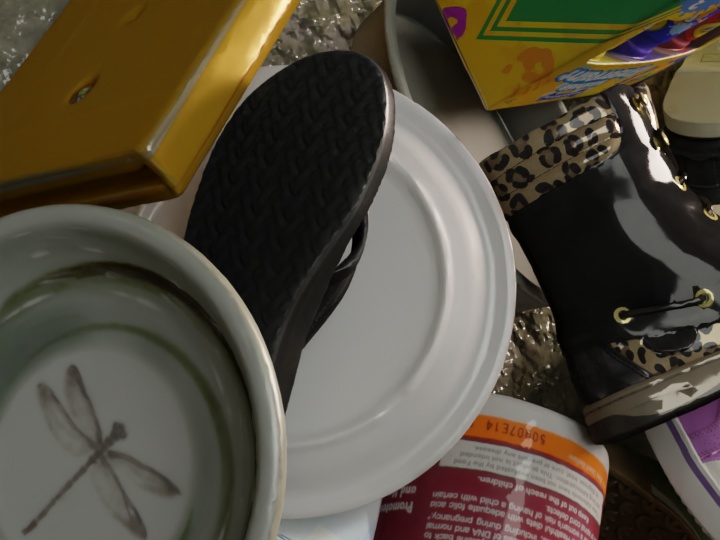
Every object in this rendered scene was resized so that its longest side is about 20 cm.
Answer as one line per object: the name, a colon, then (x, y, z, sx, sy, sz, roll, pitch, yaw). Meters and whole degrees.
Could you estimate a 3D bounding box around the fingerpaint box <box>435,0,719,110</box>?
fingerpaint box: (0.161, -0.157, 0.853, 0.200, 0.166, 0.074, -16, 80, -58)

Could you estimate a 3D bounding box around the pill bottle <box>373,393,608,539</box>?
pill bottle: (0.045, 0.168, 0.746, 0.114, 0.114, 0.201, 24, 63, -20)

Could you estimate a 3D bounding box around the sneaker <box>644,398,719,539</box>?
sneaker: (0.203, 0.051, 0.826, 0.073, 0.114, 0.201, 42, 28, -29)

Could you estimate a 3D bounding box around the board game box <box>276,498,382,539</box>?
board game box: (-0.102, 0.144, 0.688, 0.199, 0.043, 0.200, 17, 65, -6)

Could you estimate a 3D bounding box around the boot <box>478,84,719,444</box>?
boot: (0.163, -0.021, 0.773, 0.199, 0.073, 0.151, -26, 80, -15)

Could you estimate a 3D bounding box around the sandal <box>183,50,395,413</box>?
sandal: (-0.038, 0.005, 0.663, 0.048, 0.075, 0.201, 14, 98, -63)

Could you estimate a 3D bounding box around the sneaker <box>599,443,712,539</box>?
sneaker: (0.193, 0.149, 0.871, 0.200, 0.067, 0.090, 42, 43, -4)

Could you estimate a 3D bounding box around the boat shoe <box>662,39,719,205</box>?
boat shoe: (0.236, -0.115, 0.985, 0.202, 0.073, 0.063, -52, 139, -42)

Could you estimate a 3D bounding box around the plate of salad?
plate of salad: (-0.032, 0.008, 0.709, 0.199, 0.048, 0.201, 0, 79, 2)

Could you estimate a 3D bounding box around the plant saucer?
plant saucer: (-0.111, 0.077, 0.632, 0.050, 0.199, 0.201, 21, 56, -65)

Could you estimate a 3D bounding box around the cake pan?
cake pan: (0.062, -0.064, 0.835, 0.200, 0.037, 0.201, 40, 35, -36)

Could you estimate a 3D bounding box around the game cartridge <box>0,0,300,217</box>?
game cartridge: (-0.093, -0.105, 0.731, 0.032, 0.176, 0.200, 48, 56, -29)
